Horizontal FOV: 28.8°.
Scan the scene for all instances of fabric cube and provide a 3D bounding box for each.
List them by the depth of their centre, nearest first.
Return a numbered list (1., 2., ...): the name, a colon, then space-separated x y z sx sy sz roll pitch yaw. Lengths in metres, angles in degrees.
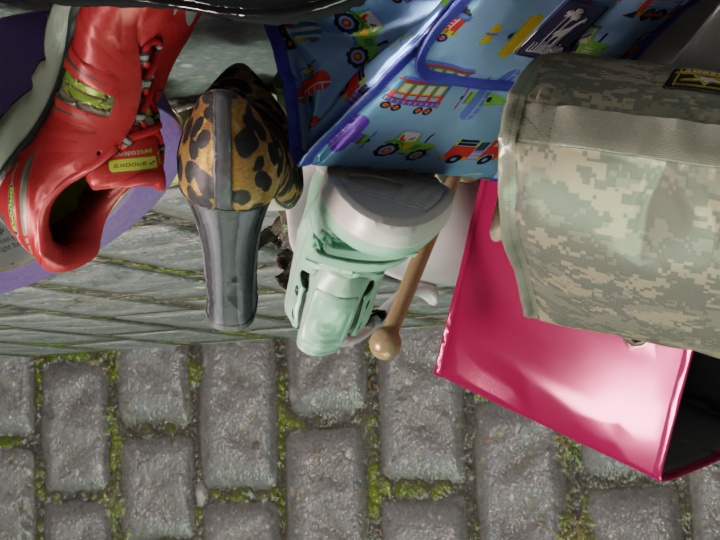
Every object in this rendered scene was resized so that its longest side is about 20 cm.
1. fabric cube: 0.203 0.012 1.030 0.198 0.198 0.199 23 -162 36

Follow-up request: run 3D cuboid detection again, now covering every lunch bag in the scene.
1. lunch bag: 0.156 -0.035 0.671 0.162 0.119 0.200 12 166 14
2. lunch bag: 0.071 -0.129 0.704 0.150 0.095 0.200 1 158 -39

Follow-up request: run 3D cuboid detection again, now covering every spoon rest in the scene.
1. spoon rest: 0.194 -0.128 0.685 0.061 0.099 0.200 48 158 -16

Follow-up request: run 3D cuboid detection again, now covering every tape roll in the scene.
1. tape roll: -0.204 -0.061 0.812 0.199 0.066 0.200 -27 163 -9

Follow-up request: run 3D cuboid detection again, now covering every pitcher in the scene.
1. pitcher: 0.031 -0.026 1.074 0.199 0.174 0.121 5 175 -42

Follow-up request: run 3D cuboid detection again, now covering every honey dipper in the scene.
1. honey dipper: 0.050 -0.027 0.993 0.038 0.201 0.038 19 157 9

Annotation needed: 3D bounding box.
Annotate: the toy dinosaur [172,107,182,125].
1. toy dinosaur: -0.172 -0.101 0.947 0.101 0.059 0.199 -19 145 39

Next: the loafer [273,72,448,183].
1. loafer: 0.014 -0.090 0.917 0.075 0.070 0.199 12 -177 36

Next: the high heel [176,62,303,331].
1. high heel: -0.065 -0.086 0.751 0.071 0.201 0.143 0 136 -3

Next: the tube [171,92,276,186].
1. tube: -0.115 -0.093 1.010 0.199 0.052 0.058 -14 -158 38

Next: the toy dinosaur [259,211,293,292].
1. toy dinosaur: -0.046 -0.044 1.280 0.102 0.077 0.200 -38 178 13

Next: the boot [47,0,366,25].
1. boot: -0.089 -0.141 0.502 0.198 0.077 0.168 2 178 21

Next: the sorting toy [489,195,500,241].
1. sorting toy: 0.184 -0.086 0.880 0.198 0.037 0.186 -7 -149 18

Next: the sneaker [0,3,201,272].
1. sneaker: -0.114 -0.080 0.683 0.077 0.085 0.201 -5 139 -47

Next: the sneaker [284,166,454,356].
1. sneaker: 0.000 0.000 0.792 0.073 0.119 0.200 11 -171 -7
